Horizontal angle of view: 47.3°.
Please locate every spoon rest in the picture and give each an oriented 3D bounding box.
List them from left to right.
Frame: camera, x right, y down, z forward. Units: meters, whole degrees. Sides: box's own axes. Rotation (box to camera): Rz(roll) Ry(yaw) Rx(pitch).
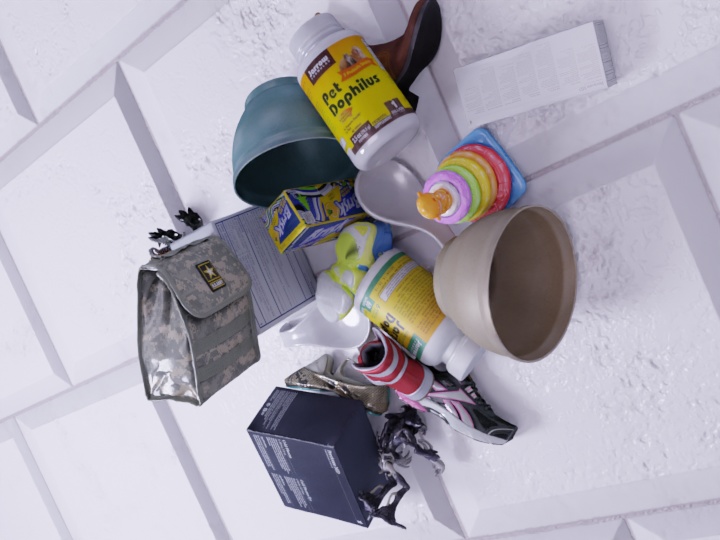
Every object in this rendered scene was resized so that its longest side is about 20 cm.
[{"bbox_3d":[-0.064,0.094,1.371,0.197,0.060,0.101,-20,96,37],"label":"spoon rest"},{"bbox_3d":[0.075,-0.082,1.197,0.200,0.099,0.061,45,155,2],"label":"spoon rest"}]

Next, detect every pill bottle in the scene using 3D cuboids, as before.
[{"bbox_3d":[-0.013,-0.246,1.120,0.109,0.109,0.202,-42,78,36],"label":"pill bottle"},{"bbox_3d":[0.096,0.068,1.224,0.199,0.112,0.114,38,123,16],"label":"pill bottle"}]

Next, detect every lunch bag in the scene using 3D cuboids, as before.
[{"bbox_3d":[-0.230,0.061,1.158,0.115,0.164,0.205,1,106,24],"label":"lunch bag"}]

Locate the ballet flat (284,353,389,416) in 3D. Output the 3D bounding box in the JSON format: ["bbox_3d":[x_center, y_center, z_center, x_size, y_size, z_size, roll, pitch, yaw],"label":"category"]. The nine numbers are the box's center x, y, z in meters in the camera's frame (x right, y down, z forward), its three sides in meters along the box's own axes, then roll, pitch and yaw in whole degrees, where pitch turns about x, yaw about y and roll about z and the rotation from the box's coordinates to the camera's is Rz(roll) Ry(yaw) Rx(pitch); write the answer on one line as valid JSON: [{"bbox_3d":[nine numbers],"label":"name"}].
[{"bbox_3d":[-0.036,0.183,1.390,0.196,0.068,0.077,13,93,26],"label":"ballet flat"}]

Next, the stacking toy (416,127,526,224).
[{"bbox_3d":[0.125,-0.102,1.090,0.110,0.199,0.117,-41,84,36],"label":"stacking toy"}]

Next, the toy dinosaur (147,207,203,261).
[{"bbox_3d":[-0.308,-0.029,1.488,0.195,0.103,0.138,-3,121,15],"label":"toy dinosaur"}]

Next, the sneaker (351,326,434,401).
[{"bbox_3d":[0.023,0.132,1.259,0.112,0.072,0.199,35,171,-26],"label":"sneaker"}]

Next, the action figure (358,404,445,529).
[{"bbox_3d":[0.070,0.305,1.334,0.118,0.101,0.204,0,68,60],"label":"action figure"}]

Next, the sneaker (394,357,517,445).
[{"bbox_3d":[0.152,0.194,1.257,0.197,0.080,0.088,25,94,11],"label":"sneaker"}]

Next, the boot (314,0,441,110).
[{"bbox_3d":[0.013,-0.327,1.186,0.199,0.068,0.191,35,130,27],"label":"boot"}]

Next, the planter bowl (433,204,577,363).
[{"bbox_3d":[0.183,0.014,1.110,0.133,0.198,0.205,5,110,48],"label":"planter bowl"}]

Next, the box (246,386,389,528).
[{"bbox_3d":[-0.066,0.313,1.388,0.179,0.105,0.203,5,130,32],"label":"box"}]

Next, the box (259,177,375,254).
[{"bbox_3d":[-0.051,-0.084,1.209,0.070,0.198,0.065,-42,75,35],"label":"box"}]

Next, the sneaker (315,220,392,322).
[{"bbox_3d":[0.000,0.000,1.276,0.076,0.104,0.201,51,140,21],"label":"sneaker"}]

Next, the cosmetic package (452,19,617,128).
[{"bbox_3d":[0.223,-0.251,1.065,0.197,0.050,0.084,-10,99,36],"label":"cosmetic package"}]

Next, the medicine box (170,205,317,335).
[{"bbox_3d":[-0.178,0.000,1.325,0.102,0.199,0.185,-21,95,31],"label":"medicine box"}]

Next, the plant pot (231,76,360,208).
[{"bbox_3d":[-0.105,-0.200,1.229,0.199,0.198,0.137,-31,65,36],"label":"plant pot"}]
